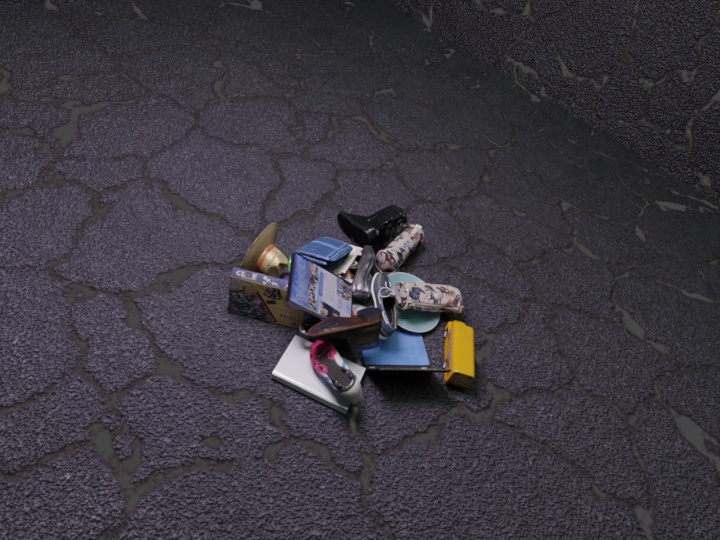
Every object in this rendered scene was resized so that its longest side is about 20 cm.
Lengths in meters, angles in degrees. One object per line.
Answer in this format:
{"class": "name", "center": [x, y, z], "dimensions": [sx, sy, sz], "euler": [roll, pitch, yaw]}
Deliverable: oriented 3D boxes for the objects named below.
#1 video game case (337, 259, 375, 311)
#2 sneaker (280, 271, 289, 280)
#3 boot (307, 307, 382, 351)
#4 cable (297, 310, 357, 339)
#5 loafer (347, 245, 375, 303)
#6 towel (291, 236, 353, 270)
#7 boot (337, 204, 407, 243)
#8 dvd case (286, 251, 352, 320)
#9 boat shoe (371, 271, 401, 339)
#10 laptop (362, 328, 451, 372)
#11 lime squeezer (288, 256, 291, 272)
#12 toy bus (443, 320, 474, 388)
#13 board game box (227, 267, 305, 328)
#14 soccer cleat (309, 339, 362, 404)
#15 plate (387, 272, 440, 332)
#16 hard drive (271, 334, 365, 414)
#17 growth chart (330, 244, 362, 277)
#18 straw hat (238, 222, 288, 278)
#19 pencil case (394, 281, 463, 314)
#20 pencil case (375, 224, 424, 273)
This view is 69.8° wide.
{"class": "video game case", "center": [-0.047, 0.058, 1.466], "dimensions": [0.198, 0.024, 0.182], "euler": [-21, 57, -34]}
{"class": "sneaker", "center": [-0.142, 0.039, 1.392], "dimensions": [0.196, 0.081, 0.089], "euler": [3, 38, 5]}
{"class": "boot", "center": [-0.031, 0.161, 1.243], "dimensions": [0.197, 0.099, 0.075], "euler": [-13, 22, -24]}
{"class": "cable", "center": [-0.073, 0.127, 1.316], "dimensions": [0.198, 0.050, 0.098], "euler": [7, 48, -40]}
{"class": "loafer", "center": [0.000, 0.000, 1.469], "dimensions": [0.071, 0.073, 0.202], "euler": [12, 44, -6]}
{"class": "towel", "center": [-0.104, -0.051, 1.439], "dimensions": [0.110, 0.049, 0.200], "euler": [19, 22, 15]}
{"class": "boot", "center": [0.039, -0.160, 1.625], "dimensions": [0.161, 0.074, 0.197], "euler": [-30, 37, -24]}
{"class": "dvd case", "center": [-0.096, 0.055, 1.282], "dimensions": [0.199, 0.017, 0.144], "euler": [30, 44, -33]}
{"class": "boat shoe", "center": [0.069, 0.083, 1.377], "dimensions": [0.074, 0.062, 0.202], "euler": [31, 44, -29]}
{"class": "laptop", "center": [0.105, 0.200, 1.318], "dimensions": [0.184, 0.200, 0.118], "euler": [3, 79, -15]}
{"class": "lime squeezer", "center": [-0.172, -0.018, 1.430], "dimensions": [0.070, 0.038, 0.200], "euler": [25, 22, 16]}
{"class": "toy bus", "center": [0.263, 0.215, 1.378], "dimensions": [0.064, 0.079, 0.202], "euler": [15, 44, -3]}
{"class": "board game box", "center": [-0.233, 0.073, 1.307], "dimensions": [0.197, 0.137, 0.035], "euler": [15, 43, -5]}
{"class": "soccer cleat", "center": [-0.061, 0.242, 1.221], "dimensions": [0.069, 0.087, 0.200], "euler": [-34, 38, -11]}
{"class": "plate", "center": [0.137, 0.094, 1.477], "dimensions": [0.197, 0.026, 0.203], "euler": [15, 48, -18]}
{"class": "hard drive", "center": [-0.099, 0.250, 1.258], "dimensions": [0.197, 0.026, 0.133], "euler": [24, 44, 6]}
{"class": "growth chart", "center": [-0.081, -0.036, 1.524], "dimensions": [0.143, 0.018, 0.200], "euler": [18, 36, 18]}
{"class": "straw hat", "center": [-0.235, -0.020, 1.356], "dimensions": [0.084, 0.202, 0.202], "euler": [32, 45, 4]}
{"class": "pencil case", "center": [0.192, 0.080, 1.444], "dimensions": [0.197, 0.078, 0.090], "euler": [6, 41, -24]}
{"class": "pencil case", "center": [0.125, -0.070, 1.592], "dimensions": [0.078, 0.090, 0.200], "euler": [43, 46, 3]}
